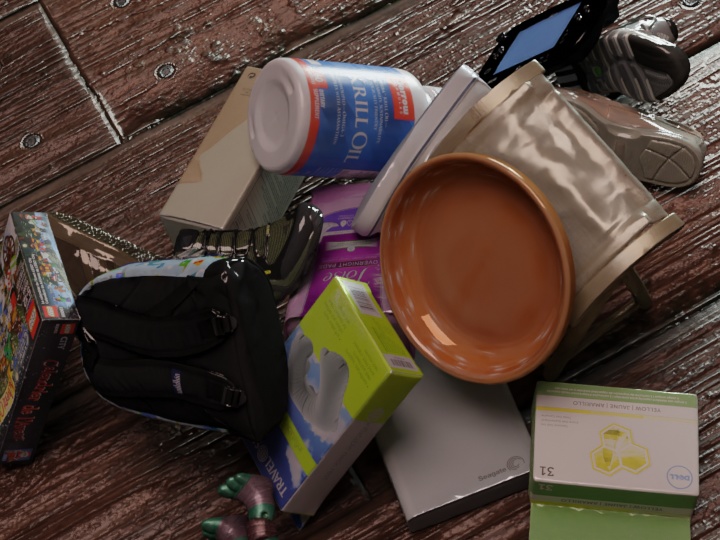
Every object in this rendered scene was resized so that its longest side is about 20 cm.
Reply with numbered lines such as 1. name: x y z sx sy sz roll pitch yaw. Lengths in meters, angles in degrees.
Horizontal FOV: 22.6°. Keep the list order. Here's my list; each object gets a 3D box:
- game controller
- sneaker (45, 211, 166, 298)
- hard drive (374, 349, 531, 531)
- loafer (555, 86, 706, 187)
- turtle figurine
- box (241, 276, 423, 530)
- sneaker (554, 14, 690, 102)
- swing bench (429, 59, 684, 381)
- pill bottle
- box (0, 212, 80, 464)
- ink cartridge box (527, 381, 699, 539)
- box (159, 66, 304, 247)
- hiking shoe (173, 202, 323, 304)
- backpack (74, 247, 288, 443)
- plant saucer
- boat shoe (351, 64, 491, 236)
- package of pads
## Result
1. game controller: 0.182 -0.226 1.805 0.104 0.042 0.200 -48 14 -27
2. sneaker: -0.239 0.014 1.793 0.199 0.070 0.076 27 102 15
3. hard drive: 0.073 0.129 1.648 0.131 0.027 0.201 -21 52 -2
4. loafer: 0.243 -0.136 1.774 0.198 0.072 0.063 19 34 10
5. turtle figurine: -0.089 0.282 1.533 0.150 0.100 0.201 -45 42 31
6. box: -0.039 0.119 1.596 0.201 0.047 0.122 -53 48 24
7. sneaker: 0.284 -0.222 1.788 0.115 0.076 0.199 -30 18 -23
8. swing bench: 0.165 -0.041 1.612 0.129 0.200 0.199 -35 71 -13
9. pill bottle: -0.001 -0.146 1.768 0.198 0.113 0.113 0 44 -32
10. box: -0.318 0.065 1.688 0.037 0.201 0.137 0 45 -28
11. ink cartridge box: 0.215 0.195 1.537 0.144 0.048 0.201 5 52 3
12. box: -0.115 -0.097 1.819 0.077 0.095 0.201 14 57 24
13. hiking shoe: -0.122 -0.006 1.674 0.200 0.100 0.076 -40 25 24
14. backpack: -0.162 0.060 1.598 0.198 0.165 0.154 -5 15 24
15. plant saucer: 0.104 -0.004 1.550 0.199 0.202 0.037 29 30 30
16. boat shoe: 0.067 -0.104 1.697 0.065 0.074 0.201 37 74 -3
17. package of pads: 0.000 0.000 1.711 0.119 0.076 0.201 -6 42 15
